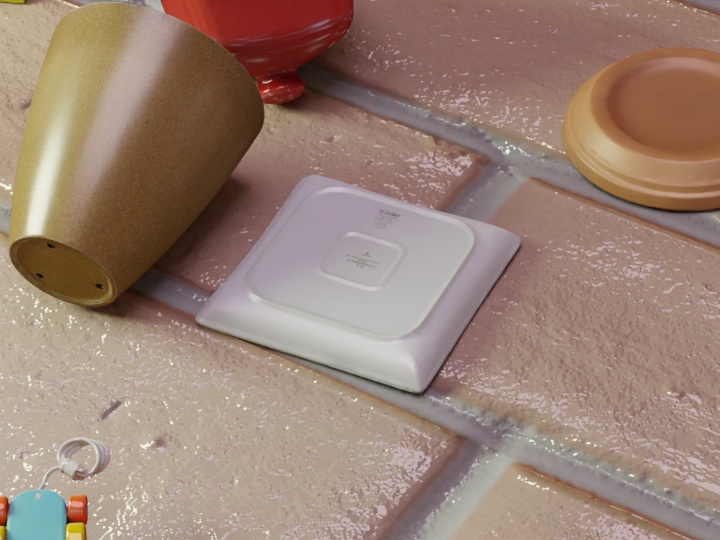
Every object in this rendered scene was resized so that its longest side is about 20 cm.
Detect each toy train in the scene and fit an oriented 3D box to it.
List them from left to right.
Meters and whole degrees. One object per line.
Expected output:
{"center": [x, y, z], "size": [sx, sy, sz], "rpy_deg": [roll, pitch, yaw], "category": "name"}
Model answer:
{"center": [-0.170, 0.208, 1.693], "size": [0.150, 0.056, 0.200], "rpy_deg": [-31, 52, -30], "category": "toy train"}

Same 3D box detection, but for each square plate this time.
{"center": [0.000, 0.000, 1.932], "size": [0.200, 0.028, 0.198], "rpy_deg": [17, 46, 20], "category": "square plate"}

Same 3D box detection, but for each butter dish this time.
{"center": [-0.084, -0.217, 2.103], "size": [0.199, 0.148, 0.200], "rpy_deg": [-15, 2, -12], "category": "butter dish"}

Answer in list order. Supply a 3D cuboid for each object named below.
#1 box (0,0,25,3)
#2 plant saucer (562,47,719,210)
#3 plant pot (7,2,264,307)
{"center": [-0.320, -0.338, 2.294], "size": [0.064, 0.070, 0.200], "rpy_deg": [7, 43, 8], "category": "box"}
{"center": [0.271, -0.127, 2.054], "size": [0.200, 0.037, 0.200], "rpy_deg": [-2, 41, 1], "category": "plant saucer"}
{"center": [-0.197, -0.076, 1.939], "size": [0.186, 0.186, 0.200], "rpy_deg": [13, 59, 16], "category": "plant pot"}
